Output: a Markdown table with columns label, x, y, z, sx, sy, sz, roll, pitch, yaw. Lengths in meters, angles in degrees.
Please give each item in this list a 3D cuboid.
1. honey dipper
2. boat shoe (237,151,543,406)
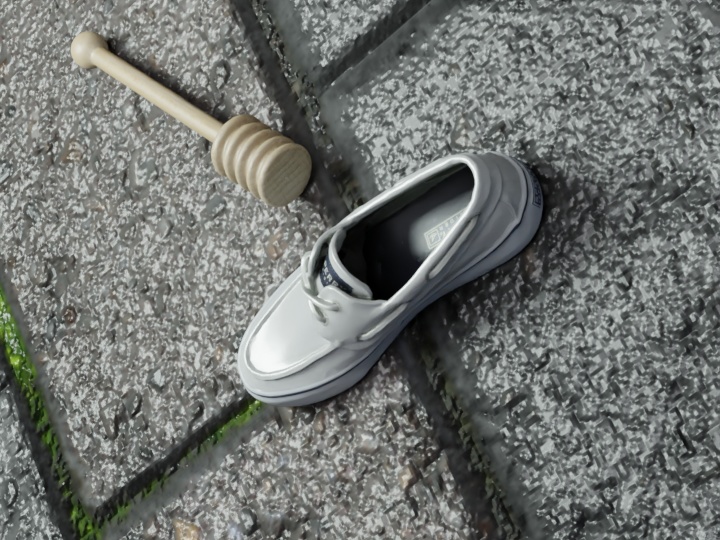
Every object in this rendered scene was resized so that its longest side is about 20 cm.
| label | x | y | z | sx | sy | sz | roll | pitch | yaw |
| --- | --- | --- | --- | --- | --- | --- | --- | --- | --- |
| honey dipper | -0.105 | -0.091 | 1.181 | 0.200 | 0.038 | 0.038 | 32 | 100 | 39 |
| boat shoe | 0.000 | 0.000 | 1.064 | 0.200 | 0.065 | 0.074 | -41 | 60 | 23 |
